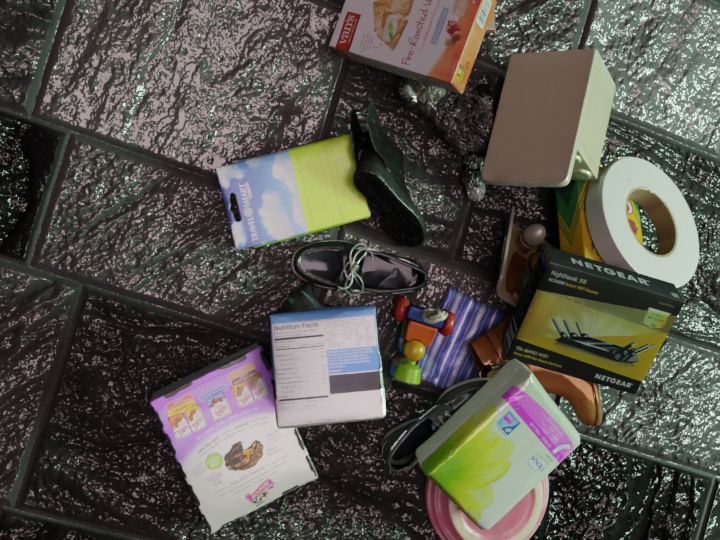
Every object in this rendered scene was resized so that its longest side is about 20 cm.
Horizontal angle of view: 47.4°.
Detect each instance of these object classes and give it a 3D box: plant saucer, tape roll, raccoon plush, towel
[{"bbox_3d":[0.196,0.337,1.233,0.197,0.051,0.205,0,92,-12],"label":"plant saucer"},{"bbox_3d":[0.409,-0.066,1.188,0.200,0.037,0.206,12,65,-27],"label":"tape roll"},{"bbox_3d":[0.119,-0.201,1.185,0.131,0.097,0.204,-2,92,-4],"label":"raccoon plush"},{"bbox_3d":[0.190,0.133,1.239,0.198,0.024,0.147,27,85,-11],"label":"towel"}]

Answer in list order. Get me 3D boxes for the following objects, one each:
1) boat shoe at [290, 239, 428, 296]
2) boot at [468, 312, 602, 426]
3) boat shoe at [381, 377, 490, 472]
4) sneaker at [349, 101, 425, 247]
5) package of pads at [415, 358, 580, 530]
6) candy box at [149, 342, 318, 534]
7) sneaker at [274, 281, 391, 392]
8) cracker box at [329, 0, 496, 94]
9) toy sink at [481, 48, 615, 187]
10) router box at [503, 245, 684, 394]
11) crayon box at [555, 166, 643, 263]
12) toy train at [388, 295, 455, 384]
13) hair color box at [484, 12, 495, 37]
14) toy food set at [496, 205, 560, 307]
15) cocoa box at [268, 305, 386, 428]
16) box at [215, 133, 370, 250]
[{"bbox_3d":[0.000,0.000,1.175,0.197,0.062,0.076,13,89,-12],"label":"boat shoe"},{"bbox_3d":[0.256,0.161,1.210,0.153,0.074,0.203,-23,81,-13],"label":"boot"},{"bbox_3d":[0.117,0.227,1.179,0.198,0.062,0.073,-32,101,10],"label":"boat shoe"},{"bbox_3d":[0.042,-0.133,1.174,0.200,0.059,0.105,49,38,-38],"label":"sneaker"},{"bbox_3d":[0.194,0.246,1.143,0.200,0.068,0.155,-42,116,0],"label":"package of pads"},{"bbox_3d":[-0.175,0.229,1.140,0.166,0.071,0.203,-24,96,-11],"label":"candy box"},{"bbox_3d":[-0.026,0.098,1.167,0.199,0.075,0.080,38,82,-11],"label":"sneaker"},{"bbox_3d":[0.069,-0.339,1.126,0.198,0.058,0.136,22,94,24],"label":"cracker box"},{"bbox_3d":[0.269,-0.194,1.163,0.112,0.129,0.203,33,68,-52],"label":"toy sink"},{"bbox_3d":[0.316,0.070,1.129,0.197,0.052,0.159,15,117,-5],"label":"router box"},{"bbox_3d":[0.353,-0.053,1.203,0.125,0.051,0.203,12,65,-27],"label":"crayon box"},{"bbox_3d":[0.076,0.103,1.123,0.083,0.200,0.118,16,90,-1],"label":"toy train"},{"bbox_3d":[0.134,-0.444,1.191,0.109,0.064,0.204,-3,93,-12],"label":"hair color box"},{"bbox_3d":[0.291,0.004,1.202,0.198,0.061,0.145,26,51,-11],"label":"toy food set"},{"bbox_3d":[-0.044,0.115,1.029,0.131,0.200,0.134,-5,86,-4],"label":"cocoa box"},{"bbox_3d":[-0.095,-0.109,1.159,0.197,0.048,0.124,-15,94,-11],"label":"box"}]
